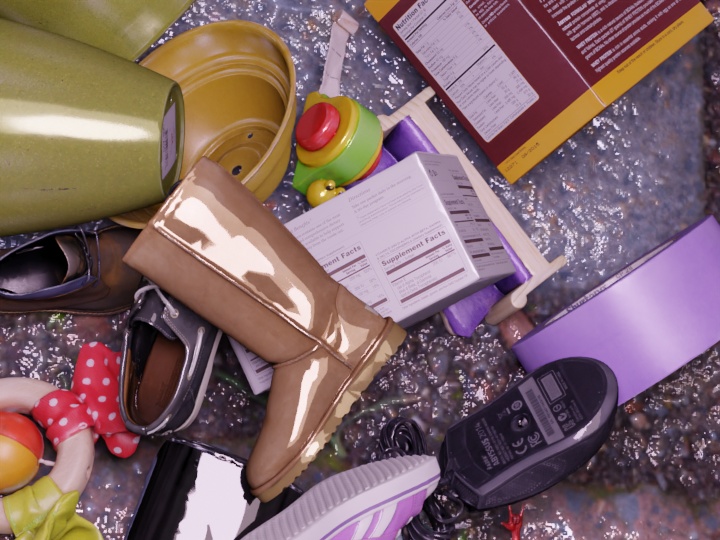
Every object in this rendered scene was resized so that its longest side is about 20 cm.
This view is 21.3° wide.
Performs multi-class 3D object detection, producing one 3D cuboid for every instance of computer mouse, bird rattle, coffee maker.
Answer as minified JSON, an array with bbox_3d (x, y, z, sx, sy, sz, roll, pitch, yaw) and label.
[{"bbox_3d":[0.117,0.138,1.495,0.200,0.053,0.139,-29,42,10],"label":"computer mouse"},{"bbox_3d":[-0.256,0.141,1.496,0.163,0.113,0.200,14,71,6],"label":"bird rattle"},{"bbox_3d":[-0.122,0.238,1.438,0.135,0.192,0.200,29,73,-26],"label":"coffee maker"}]

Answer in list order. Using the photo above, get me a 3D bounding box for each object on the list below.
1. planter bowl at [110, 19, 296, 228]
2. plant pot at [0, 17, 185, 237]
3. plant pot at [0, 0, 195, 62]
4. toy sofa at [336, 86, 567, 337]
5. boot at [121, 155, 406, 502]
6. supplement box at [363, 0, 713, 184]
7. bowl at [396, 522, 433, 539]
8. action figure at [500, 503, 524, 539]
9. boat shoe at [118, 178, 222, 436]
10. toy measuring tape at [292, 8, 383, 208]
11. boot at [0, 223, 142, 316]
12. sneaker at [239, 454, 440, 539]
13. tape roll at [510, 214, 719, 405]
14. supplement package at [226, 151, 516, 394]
[{"bbox_3d":[-0.120,-0.100,1.564,0.083,0.200,0.200,46,65,-47],"label":"planter bowl"},{"bbox_3d":[-0.242,-0.105,1.475,0.200,0.187,0.187,5,76,6],"label":"plant pot"},{"bbox_3d":[-0.234,-0.258,1.549,0.193,0.200,0.200,45,71,-13],"label":"plant pot"},{"bbox_3d":[0.072,-0.046,1.621,0.098,0.083,0.200,-37,88,-19],"label":"toy sofa"},{"bbox_3d":[-0.091,0.044,1.401,0.200,0.066,0.175,38,80,-7],"label":"boot"},{"bbox_3d":[0.152,-0.220,1.618,0.200,0.133,0.197,51,47,1],"label":"supplement box"},{"bbox_3d":[0.011,0.278,1.492,0.201,0.105,0.201,2,73,-5],"label":"bowl"},{"bbox_3d":[0.185,0.251,1.587,0.200,0.065,0.099,4,100,-13],"label":"action figure"},{"bbox_3d":[-0.140,0.027,1.441,0.072,0.068,0.200,13,94,22],"label":"boat shoe"},{"bbox_3d":[-0.010,-0.137,1.568,0.074,0.074,0.200,17,60,-10],"label":"toy measuring tape"},{"bbox_3d":[-0.215,0.001,1.530,0.200,0.097,0.075,-11,91,-15],"label":"boot"},{"bbox_3d":[-0.007,0.217,1.423,0.200,0.073,0.114,-28,104,-38],"label":"sneaker"},{"bbox_3d":[0.229,0.043,1.579,0.200,0.200,0.085,-34,88,-18],"label":"tape roll"},{"bbox_3d":[0.000,0.000,1.516,0.200,0.156,0.111,-27,85,14],"label":"supplement package"}]
